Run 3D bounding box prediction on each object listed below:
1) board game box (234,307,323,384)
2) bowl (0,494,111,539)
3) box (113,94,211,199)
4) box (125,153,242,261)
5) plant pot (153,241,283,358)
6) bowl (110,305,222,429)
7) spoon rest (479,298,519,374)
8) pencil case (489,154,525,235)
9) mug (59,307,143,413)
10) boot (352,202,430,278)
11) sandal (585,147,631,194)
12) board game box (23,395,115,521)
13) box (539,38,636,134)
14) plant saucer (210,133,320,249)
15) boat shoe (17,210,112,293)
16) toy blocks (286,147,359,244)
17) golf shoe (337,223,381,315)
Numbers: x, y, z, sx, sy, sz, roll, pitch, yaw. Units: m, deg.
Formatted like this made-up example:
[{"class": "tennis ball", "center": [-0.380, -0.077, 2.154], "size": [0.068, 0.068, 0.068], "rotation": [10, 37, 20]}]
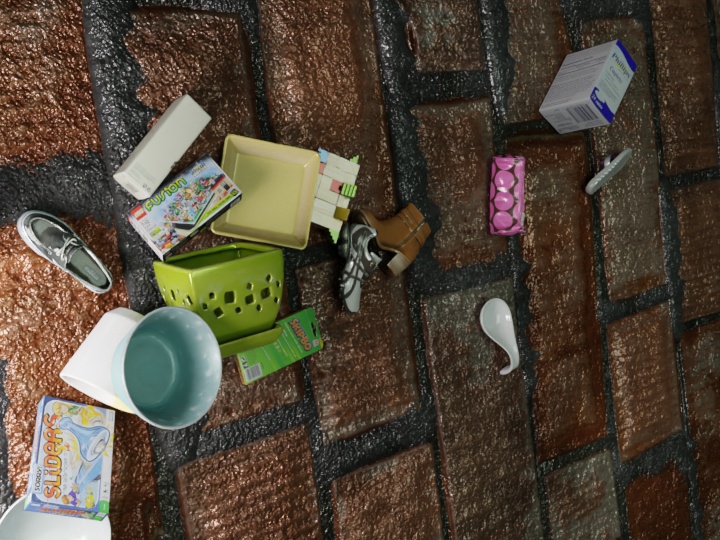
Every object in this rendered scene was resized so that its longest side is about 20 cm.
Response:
[{"class": "board game box", "center": [-0.173, 0.156, 1.660], "size": [0.197, 0.030, 0.097], "rotation": [-22, 103, -29]}, {"class": "bowl", "center": [-0.547, 0.467, 1.378], "size": [0.198, 0.090, 0.206], "rotation": [0, 90, -34]}, {"class": "box", "center": [-0.374, -0.233, 1.490], "size": [0.068, 0.082, 0.202], "rotation": [43, 70, -25]}, {"class": "box", "center": [-0.336, -0.123, 1.509], "size": [0.110, 0.035, 0.200], "rotation": [46, 68, 5]}, {"class": "plant pot", "center": [-0.263, 0.058, 1.504], "size": [0.197, 0.198, 0.185], "rotation": [-14, 104, -33]}, {"class": "bowl", "center": [-0.345, 0.168, 1.348], "size": [0.199, 0.104, 0.205], "rotation": [12, 73, -45]}, {"class": "spoon rest", "center": [0.358, 0.167, 1.994], "size": [0.098, 0.060, 0.203], "rotation": [-28, 106, -30]}, {"class": "pencil case", "center": [0.375, -0.191, 1.980], "size": [0.089, 0.093, 0.205], "rotation": [-1, 91, -33]}, {"class": "mug", "center": [-0.428, 0.165, 1.435], "size": [0.187, 0.147, 0.155], "rotation": [45, 59, -40]}, {"class": "boot", "center": [0.077, -0.102, 1.791], "size": [0.156, 0.076, 0.201], "rotation": [-48, 117, -22]}, {"class": "sandal", "center": [0.693, -0.292, 2.212], "size": [0.202, 0.083, 0.050], "rotation": [-39, 67, -25]}, {"class": "board game box", "center": [-0.502, 0.326, 1.370], "size": [0.134, 0.034, 0.203], "rotation": [20, 41, -33]}, {"class": "box", "center": [0.598, -0.479, 2.070], "size": [0.104, 0.183, 0.202], "rotation": [38, 72, -26]}, {"class": "plant saucer", "center": [-0.193, -0.156, 1.601], "size": [0.196, 0.048, 0.204], "rotation": [10, 85, -10]}, {"class": "boat shoe", "center": [-0.516, -0.036, 1.403], "size": [0.200, 0.070, 0.073], "rotation": [42, 69, -26]}, {"class": "toy blocks", "center": [-0.090, -0.176, 1.681], "size": [0.135, 0.100, 0.204], "rotation": [20, 83, -20]}, {"class": "golf shoe", "center": [0.000, 0.000, 1.715], "size": [0.092, 0.078, 0.204], "rotation": [1, 106, 7]}]
